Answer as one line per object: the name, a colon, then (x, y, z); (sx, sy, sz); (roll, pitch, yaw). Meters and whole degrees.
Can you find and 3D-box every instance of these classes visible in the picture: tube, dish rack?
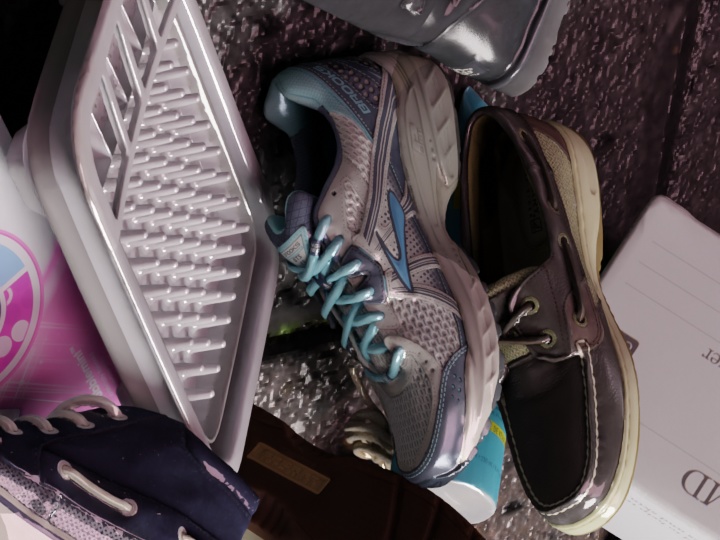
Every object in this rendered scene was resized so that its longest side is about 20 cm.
tube: (0.053, 0.018, 1.172); (0.077, 0.050, 0.201); (48, 45, -50)
dish rack: (-0.087, -0.029, 1.007); (0.172, 0.043, 0.201); (-82, 158, -47)

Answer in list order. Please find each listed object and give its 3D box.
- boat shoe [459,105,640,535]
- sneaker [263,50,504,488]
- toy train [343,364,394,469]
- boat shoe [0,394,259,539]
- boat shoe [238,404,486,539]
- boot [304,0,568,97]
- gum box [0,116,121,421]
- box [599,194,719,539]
boat shoe: (0.074, 0.018, 1.112); (0.066, 0.072, 0.202); (20, 55, -40)
sneaker: (0.000, 0.000, 1.090); (0.086, 0.078, 0.201); (0, 68, -32)
toy train: (-0.014, 0.141, 1.200); (0.115, 0.085, 0.201); (-33, 128, -5)
boat shoe: (-0.128, 0.079, 0.945); (0.200, 0.075, 0.093); (38, 50, -20)
boat shoe: (-0.013, 0.124, 1.097); (0.075, 0.202, 0.075); (-39, 149, -32)
boot: (0.020, -0.180, 1.063); (0.199, 0.065, 0.166); (20, 81, -41)
gum box: (-0.178, 0.004, 0.966); (0.113, 0.066, 0.201); (-41, 134, -22)
box: (0.193, 0.088, 1.226); (0.131, 0.198, 0.200); (-56, 167, -8)
